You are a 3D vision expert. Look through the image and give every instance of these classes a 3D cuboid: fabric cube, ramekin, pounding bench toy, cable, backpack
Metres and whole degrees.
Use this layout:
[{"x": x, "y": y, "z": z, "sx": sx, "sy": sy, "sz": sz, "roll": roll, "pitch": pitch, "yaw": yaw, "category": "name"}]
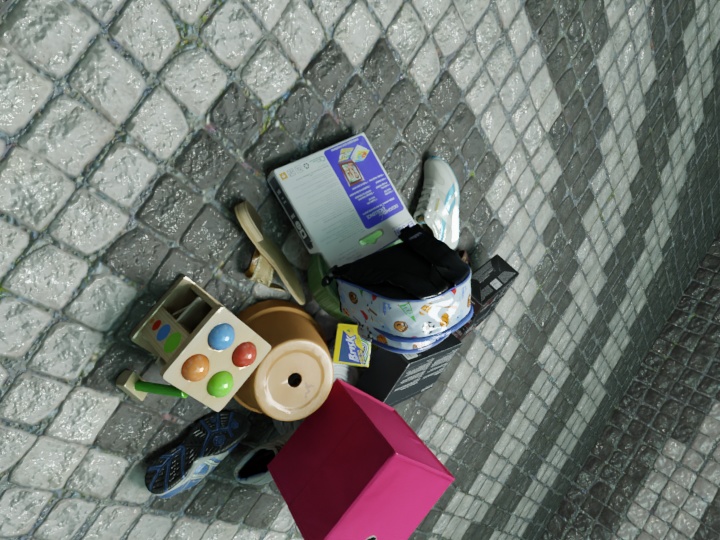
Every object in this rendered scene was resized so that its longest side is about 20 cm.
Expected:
[{"x": 0.000, "y": 0.347, "z": 0.915, "sx": 0.200, "sy": 0.200, "sz": 0.196, "roll": -50, "pitch": 131, "yaw": 1, "category": "fabric cube"}, {"x": 0.000, "y": 0.000, "z": 0.969, "sx": 0.198, "sy": 0.098, "sz": 0.202, "roll": 8, "pitch": 70, "yaw": -23, "category": "ramekin"}, {"x": -0.262, "y": 0.140, "z": 0.808, "sx": 0.201, "sy": 0.155, "sz": 0.124, "roll": -51, "pitch": 134, "yaw": -11, "category": "pounding bench toy"}, {"x": -0.089, "y": 0.266, "z": 1.100, "sx": 0.200, "sy": 0.069, "sz": 0.201, "roll": -38, "pitch": 131, "yaw": -24, "category": "cable"}, {"x": 0.074, "y": 0.039, "z": 0.820, "sx": 0.199, "sy": 0.190, "sz": 0.156, "roll": -30, "pitch": 116, "yaw": -29, "category": "backpack"}]

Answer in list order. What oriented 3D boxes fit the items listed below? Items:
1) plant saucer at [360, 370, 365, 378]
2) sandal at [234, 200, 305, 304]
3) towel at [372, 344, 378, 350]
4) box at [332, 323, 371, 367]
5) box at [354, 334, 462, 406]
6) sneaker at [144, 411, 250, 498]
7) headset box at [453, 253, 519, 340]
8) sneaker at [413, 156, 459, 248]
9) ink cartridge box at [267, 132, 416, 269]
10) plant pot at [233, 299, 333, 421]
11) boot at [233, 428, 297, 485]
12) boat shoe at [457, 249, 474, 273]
[{"x": 0.017, "y": 0.296, "z": 1.179, "sx": 0.200, "sy": 0.032, "sz": 0.202, "roll": 17, "pitch": 90, "yaw": -71, "category": "plant saucer"}, {"x": -0.170, "y": -0.016, "z": 0.901, "sx": 0.069, "sy": 0.078, "sz": 0.213, "roll": -23, "pitch": 124, "yaw": 6, "category": "sandal"}, {"x": 0.055, "y": 0.148, "z": 1.151, "sx": 0.200, "sy": 0.085, "sz": 0.018, "roll": 58, "pitch": 36, "yaw": -51, "category": "towel"}, {"x": -0.011, "y": 0.137, "z": 0.996, "sx": 0.200, "sy": 0.064, "sz": 0.071, "roll": 75, "pitch": 23, "yaw": -83, "category": "box"}, {"x": 0.101, "y": 0.194, "z": 1.098, "sx": 0.199, "sy": 0.079, "sz": 0.142, "roll": -8, "pitch": 132, "yaw": -49, "category": "box"}, {"x": -0.286, "y": 0.325, "z": 0.953, "sx": 0.199, "sy": 0.076, "sz": 0.077, "roll": -30, "pitch": 151, "yaw": -29, "category": "sneaker"}, {"x": 0.280, "y": 0.076, "z": 1.300, "sx": 0.148, "sy": 0.077, "sz": 0.201, "roll": -34, "pitch": 158, "yaw": -29, "category": "headset box"}, {"x": 0.155, "y": -0.134, "z": 1.112, "sx": 0.080, "sy": 0.076, "sz": 0.202, "roll": -15, "pitch": 105, "yaw": -27, "category": "sneaker"}, {"x": -0.026, "y": -0.113, "z": 0.912, "sx": 0.197, "sy": 0.043, "sz": 0.201, "roll": -30, "pitch": 88, "yaw": -30, "category": "ink cartridge box"}, {"x": -0.133, "y": 0.163, "z": 0.914, "sx": 0.198, "sy": 0.140, "sz": 0.203, "roll": -5, "pitch": 101, "yaw": -25, "category": "plant pot"}, {"x": -0.134, "y": 0.335, "z": 0.983, "sx": 0.199, "sy": 0.074, "sz": 0.096, "roll": -33, "pitch": 160, "yaw": 0, "category": "boot"}, {"x": 0.188, "y": 0.016, "z": 1.243, "sx": 0.199, "sy": 0.072, "sz": 0.073, "roll": -32, "pitch": 118, "yaw": -30, "category": "boat shoe"}]
